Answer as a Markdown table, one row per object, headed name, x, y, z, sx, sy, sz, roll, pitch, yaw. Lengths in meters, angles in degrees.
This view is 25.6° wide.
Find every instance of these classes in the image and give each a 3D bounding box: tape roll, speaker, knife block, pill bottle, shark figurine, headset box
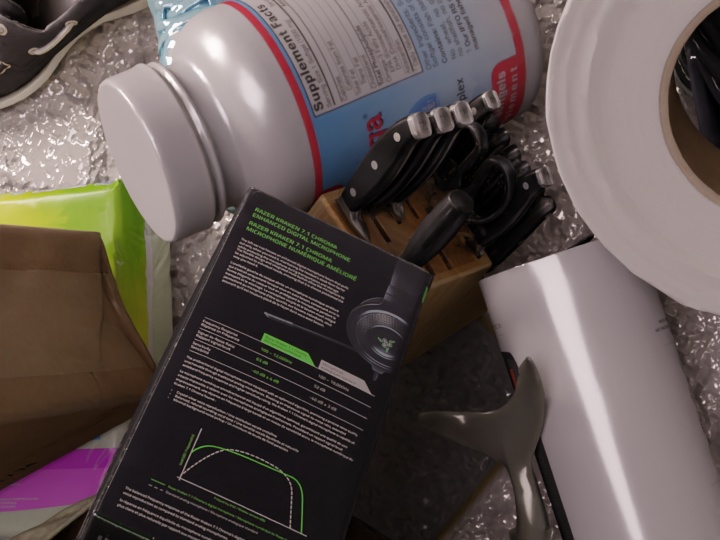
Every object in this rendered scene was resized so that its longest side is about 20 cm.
| name | x | y | z | sx | sy | sz | roll | pitch | yaw |
| --- | --- | --- | --- | --- | --- | --- | --- | --- | --- |
| tape roll | 0.181 | -0.081 | 0.670 | 0.202 | 0.071 | 0.203 | 5 | 112 | 12 |
| speaker | 0.123 | 0.084 | 0.742 | 0.081 | 0.081 | 0.200 | -19 | 87 | 22 |
| knife block | 0.000 | 0.000 | 0.760 | 0.200 | 0.176 | 0.064 | -34 | 72 | 5 |
| pill bottle | -0.020 | -0.090 | 0.771 | 0.200 | 0.109 | 0.109 | -26 | 72 | -19 |
| shark figurine | 0.062 | 0.158 | 0.696 | 0.128 | 0.089 | 0.215 | 32 | 71 | -14 |
| headset box | -0.059 | 0.090 | 0.685 | 0.093 | 0.200 | 0.174 | 25 | 134 | -5 |

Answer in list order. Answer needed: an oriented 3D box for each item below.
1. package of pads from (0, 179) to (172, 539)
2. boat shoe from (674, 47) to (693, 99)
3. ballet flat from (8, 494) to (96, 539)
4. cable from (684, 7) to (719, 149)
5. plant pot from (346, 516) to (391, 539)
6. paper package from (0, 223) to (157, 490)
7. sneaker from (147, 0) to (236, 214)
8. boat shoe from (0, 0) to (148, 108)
| name | x | y | z | sx | sy | sz | roll | pitch | yaw |
| --- | --- | --- | --- | --- | --- | --- | --- | --- | --- |
| package of pads | -0.186 | 0.054 | 0.909 | 0.154 | 0.068 | 0.200 | -4 | 84 | 23 |
| boat shoe | 0.188 | -0.179 | 0.759 | 0.076 | 0.060 | 0.200 | 13 | 92 | 23 |
| ballet flat | -0.105 | 0.130 | 0.820 | 0.200 | 0.062 | 0.067 | -35 | 102 | -17 |
| cable | 0.224 | -0.117 | 0.705 | 0.163 | 0.051 | 0.200 | -7 | 106 | 20 |
| plant pot | -0.023 | 0.229 | 0.775 | 0.187 | 0.187 | 0.200 | 33 | 84 | 23 |
| paper package | -0.229 | 0.065 | 0.785 | 0.200 | 0.191 | 0.104 | -30 | 79 | 19 |
| sneaker | -0.077 | -0.123 | 0.839 | 0.074 | 0.082 | 0.200 | -20 | 95 | 14 |
| boat shoe | -0.189 | -0.156 | 0.930 | 0.200 | 0.060 | 0.074 | -24 | 75 | 21 |
